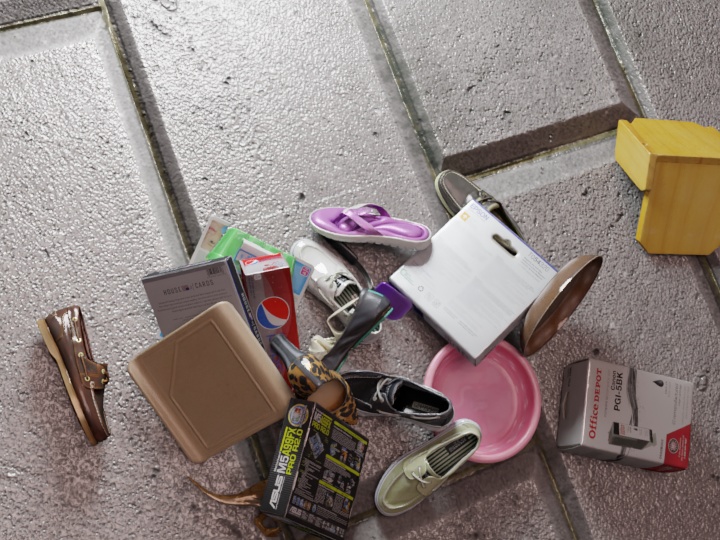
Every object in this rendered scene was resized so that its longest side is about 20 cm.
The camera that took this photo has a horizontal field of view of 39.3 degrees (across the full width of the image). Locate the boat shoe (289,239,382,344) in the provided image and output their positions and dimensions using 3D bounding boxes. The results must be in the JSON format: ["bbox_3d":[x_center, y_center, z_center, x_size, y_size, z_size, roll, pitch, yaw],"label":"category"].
[{"bbox_3d":[-0.031,0.025,1.579,0.200,0.067,0.074,47,68,0],"label":"boat shoe"}]

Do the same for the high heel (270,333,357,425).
[{"bbox_3d":[-0.045,0.182,1.425,0.071,0.142,0.200,-44,121,-5],"label":"high heel"}]

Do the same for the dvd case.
[{"bbox_3d":[-0.217,0.087,1.445,0.025,0.148,0.203,-46,122,-61],"label":"dvd case"}]

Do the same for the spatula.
[{"bbox_3d":[0.000,0.000,1.612,0.200,0.057,0.020,48,38,8],"label":"spatula"}]

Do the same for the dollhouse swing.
[{"bbox_3d":[0.559,-0.151,1.813,0.197,0.178,0.183,0,34,-15],"label":"dollhouse swing"}]

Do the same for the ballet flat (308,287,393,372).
[{"bbox_3d":[-0.033,0.107,1.526,0.073,0.073,0.201,38,103,-3],"label":"ballet flat"}]

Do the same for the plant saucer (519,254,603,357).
[{"bbox_3d":[0.315,0.051,1.613,0.032,0.201,0.200,37,67,21],"label":"plant saucer"}]

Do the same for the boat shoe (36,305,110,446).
[{"bbox_3d":[-0.395,0.146,1.440,0.070,0.070,0.202,-22,83,-16],"label":"boat shoe"}]

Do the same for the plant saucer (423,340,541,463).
[{"bbox_3d":[0.188,0.205,1.604,0.197,0.051,0.204,4,76,-15],"label":"plant saucer"}]

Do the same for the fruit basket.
[{"bbox_3d":[-0.184,0.046,1.515,0.183,0.094,0.202,27,79,-17],"label":"fruit basket"}]

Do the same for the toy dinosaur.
[{"bbox_3d":[-0.147,0.334,1.481,0.197,0.061,0.107,-12,55,-24],"label":"toy dinosaur"}]

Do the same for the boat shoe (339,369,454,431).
[{"bbox_3d":[0.046,0.191,1.527,0.197,0.068,0.073,17,67,14],"label":"boat shoe"}]

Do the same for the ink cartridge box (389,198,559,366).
[{"bbox_3d":[0.181,0.017,1.609,0.200,0.043,0.196,-42,67,-13],"label":"ink cartridge box"}]

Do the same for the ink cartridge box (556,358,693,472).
[{"bbox_3d":[0.434,0.238,1.648,0.197,0.083,0.149,13,73,-13],"label":"ink cartridge box"}]

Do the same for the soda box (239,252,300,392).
[{"bbox_3d":[-0.128,0.082,1.474,0.069,0.063,0.203,-10,113,-13],"label":"soda box"}]

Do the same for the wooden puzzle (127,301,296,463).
[{"bbox_3d":[-0.212,0.161,1.443,0.199,0.037,0.186,-31,98,23],"label":"wooden puzzle"}]

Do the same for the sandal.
[{"bbox_3d":[0.018,-0.081,1.609,0.199,0.050,0.083,8,35,-7],"label":"sandal"}]

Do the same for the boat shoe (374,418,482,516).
[{"bbox_3d":[0.100,0.296,1.517,0.200,0.062,0.072,-42,89,2],"label":"boat shoe"}]

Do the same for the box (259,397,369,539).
[{"bbox_3d":[-0.061,0.290,1.441,0.044,0.200,0.162,5,70,27],"label":"box"}]

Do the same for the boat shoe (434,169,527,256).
[{"bbox_3d":[0.209,-0.096,1.680,0.072,0.066,0.201,-42,90,-20],"label":"boat shoe"}]
